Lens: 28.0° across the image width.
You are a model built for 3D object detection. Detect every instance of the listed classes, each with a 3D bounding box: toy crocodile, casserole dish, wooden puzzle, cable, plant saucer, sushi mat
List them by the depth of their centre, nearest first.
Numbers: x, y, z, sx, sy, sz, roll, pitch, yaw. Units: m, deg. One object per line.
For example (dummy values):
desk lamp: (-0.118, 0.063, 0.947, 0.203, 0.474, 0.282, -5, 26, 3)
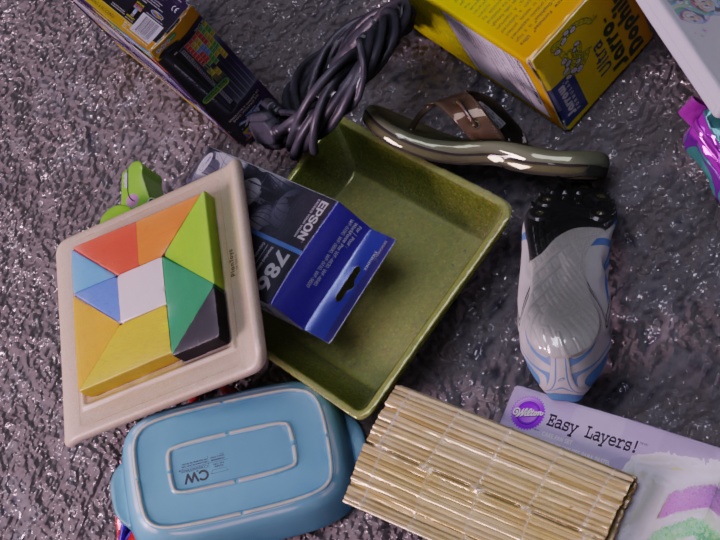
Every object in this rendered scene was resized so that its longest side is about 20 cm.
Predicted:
sushi mat: (0.085, 0.151, 0.994, 0.200, 0.012, 0.096, 19, 76, 33)
casserole dish: (-0.095, 0.146, 1.090, 0.200, 0.039, 0.121, -13, 65, 0)
wooden puzzle: (-0.165, 0.023, 1.123, 0.200, 0.037, 0.185, -25, 56, 23)
plant saucer: (0.000, 0.000, 1.142, 0.200, 0.048, 0.200, 31, 82, 36)
cable: (-0.013, -0.158, 1.175, 0.163, 0.051, 0.200, -44, 13, -10)
toy crocodile: (-0.181, 0.003, 1.217, 0.062, 0.068, 0.200, -10, 64, 20)

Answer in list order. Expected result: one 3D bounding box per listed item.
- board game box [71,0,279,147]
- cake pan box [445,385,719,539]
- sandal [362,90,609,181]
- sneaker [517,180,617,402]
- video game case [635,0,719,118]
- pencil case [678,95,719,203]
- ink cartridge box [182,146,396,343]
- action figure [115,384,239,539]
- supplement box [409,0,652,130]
board game box: (-0.180, -0.211, 1.261, 0.057, 0.165, 0.200, -49, 56, -1)
cake pan box: (0.157, 0.189, 0.978, 0.200, 0.052, 0.184, 17, 72, 32)
sandal: (0.100, -0.110, 1.130, 0.201, 0.080, 0.057, 11, 100, 20)
sneaker: (0.149, 0.010, 1.049, 0.072, 0.073, 0.200, 6, 44, 9)
video game case: (0.288, -0.194, 1.055, 0.182, 0.024, 0.200, -7, 54, -25)
pencil case: (0.293, -0.035, 1.000, 0.085, 0.092, 0.200, 122, 141, -47)
ink cartridge box: (-0.074, -0.024, 1.137, 0.200, 0.039, 0.100, 24, 76, 38)
action figure: (-0.157, 0.178, 1.133, 0.065, 0.052, 0.200, 13, 74, 24)
supplement box: (0.117, -0.223, 1.163, 0.110, 0.109, 0.200, -48, 56, -3)
